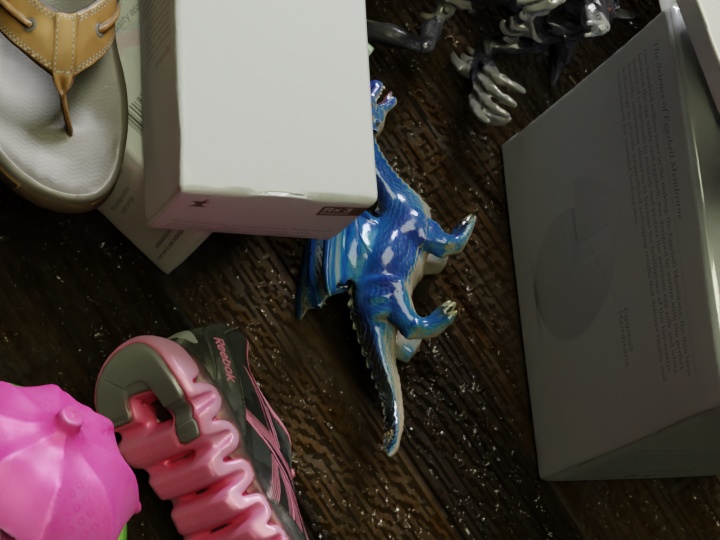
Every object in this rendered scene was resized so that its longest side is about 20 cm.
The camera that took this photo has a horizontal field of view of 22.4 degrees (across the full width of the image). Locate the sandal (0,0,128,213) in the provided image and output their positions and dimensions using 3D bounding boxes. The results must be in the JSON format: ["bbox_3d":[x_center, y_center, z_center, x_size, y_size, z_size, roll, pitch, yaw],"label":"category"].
[{"bbox_3d":[-0.140,-0.127,0.865,0.081,0.055,0.202,12,71,-15],"label":"sandal"}]

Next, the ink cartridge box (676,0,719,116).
[{"bbox_3d":[0.229,-0.100,0.860,0.199,0.067,0.117,-15,80,-29],"label":"ink cartridge box"}]

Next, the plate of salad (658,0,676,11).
[{"bbox_3d":[0.227,-0.211,1.089,0.199,0.048,0.202,-17,114,-44],"label":"plate of salad"}]

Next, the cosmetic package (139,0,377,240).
[{"bbox_3d":[-0.053,-0.121,0.888,0.101,0.074,0.202,4,75,-21],"label":"cosmetic package"}]

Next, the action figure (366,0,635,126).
[{"bbox_3d":[0.075,-0.142,1.013,0.198,0.120,0.102,-1,41,-14],"label":"action figure"}]

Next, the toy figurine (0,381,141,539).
[{"bbox_3d":[-0.166,0.126,0.803,0.149,0.184,0.201,22,68,-12],"label":"toy figurine"}]

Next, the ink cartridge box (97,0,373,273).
[{"bbox_3d":[-0.118,-0.123,0.950,0.200,0.087,0.146,43,64,-5],"label":"ink cartridge box"}]

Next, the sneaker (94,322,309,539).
[{"bbox_3d":[-0.054,0.115,0.913,0.095,0.079,0.201,-31,101,-60],"label":"sneaker"}]

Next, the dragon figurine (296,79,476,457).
[{"bbox_3d":[0.000,0.000,0.971,0.099,0.059,0.202,21,67,-13],"label":"dragon figurine"}]

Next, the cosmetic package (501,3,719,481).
[{"bbox_3d":[0.178,-0.006,0.960,0.122,0.200,0.201,0,74,-20],"label":"cosmetic package"}]
